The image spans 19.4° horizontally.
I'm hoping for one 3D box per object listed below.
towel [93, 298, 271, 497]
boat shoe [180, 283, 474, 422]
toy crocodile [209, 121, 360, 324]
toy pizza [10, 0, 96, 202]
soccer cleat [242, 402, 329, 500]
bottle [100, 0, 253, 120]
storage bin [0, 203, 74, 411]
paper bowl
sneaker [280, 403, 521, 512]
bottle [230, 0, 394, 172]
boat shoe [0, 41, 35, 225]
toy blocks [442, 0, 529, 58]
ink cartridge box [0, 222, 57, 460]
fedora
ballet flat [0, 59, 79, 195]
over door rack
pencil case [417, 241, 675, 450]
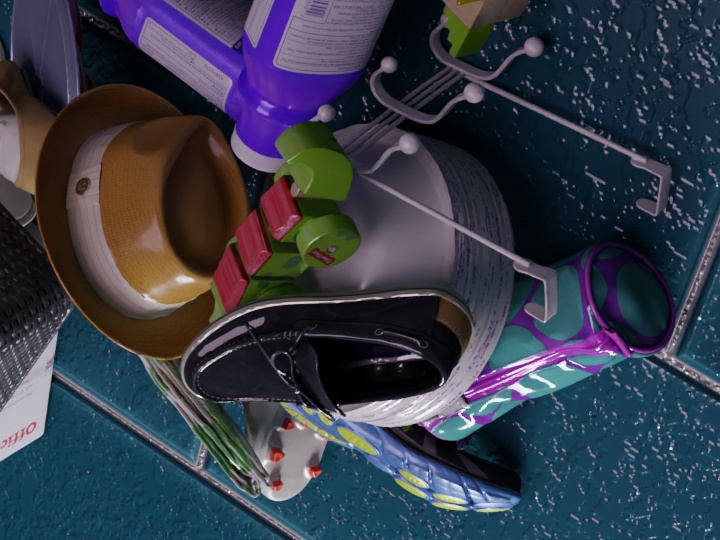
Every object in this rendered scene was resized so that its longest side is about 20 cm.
[{"bbox_3d":[-0.145,0.070,1.534,0.200,0.023,0.153,50,179,-20],"label":"towel"},{"bbox_3d":[-0.026,0.056,1.316,0.200,0.062,0.075,-9,132,22],"label":"boat shoe"},{"bbox_3d":[-0.055,-0.015,1.341,0.200,0.062,0.068,-55,46,43],"label":"toy crocodile"},{"bbox_3d":[-0.227,-0.138,1.576,0.200,0.032,0.201,176,90,-69],"label":"toy pizza"},{"bbox_3d":[-0.063,0.080,1.593,0.078,0.069,0.200,34,132,46],"label":"soccer cleat"},{"bbox_3d":[-0.123,-0.181,1.482,0.200,0.084,0.065,37,126,17],"label":"bottle"},{"bbox_3d":[-0.316,0.043,1.550,0.135,0.094,0.200,46,130,7],"label":"storage bin"},{"bbox_3d":[0.000,0.000,1.416,0.200,0.104,0.201,-17,66,43],"label":"paper bowl"},{"bbox_3d":[0.035,0.107,1.518,0.199,0.083,0.071,33,158,4],"label":"sneaker"},{"bbox_3d":[-0.032,-0.151,1.349,0.065,0.083,0.200,63,143,37],"label":"bottle"},{"bbox_3d":[-0.311,-0.125,1.674,0.060,0.074,0.200,-13,98,58],"label":"boat shoe"},{"bbox_3d":[0.072,-0.255,1.314,0.137,0.100,0.200,49,134,23],"label":"toy blocks"},{"bbox_3d":[-0.350,0.056,1.738,0.146,0.147,0.200,28,125,23],"label":"ink cartridge box"},{"bbox_3d":[-0.132,-0.042,1.444,0.082,0.201,0.201,-19,99,37],"label":"fedora"},{"bbox_3d":[-0.255,-0.098,1.526,0.200,0.063,0.069,-134,46,-59],"label":"ballet flat"},{"bbox_3d":[0.088,-0.079,1.338,0.200,0.148,0.067,37,141,18],"label":"over door rack"},{"bbox_3d":[0.113,0.051,1.417,0.085,0.092,0.200,46,133,-16],"label":"pencil case"}]
